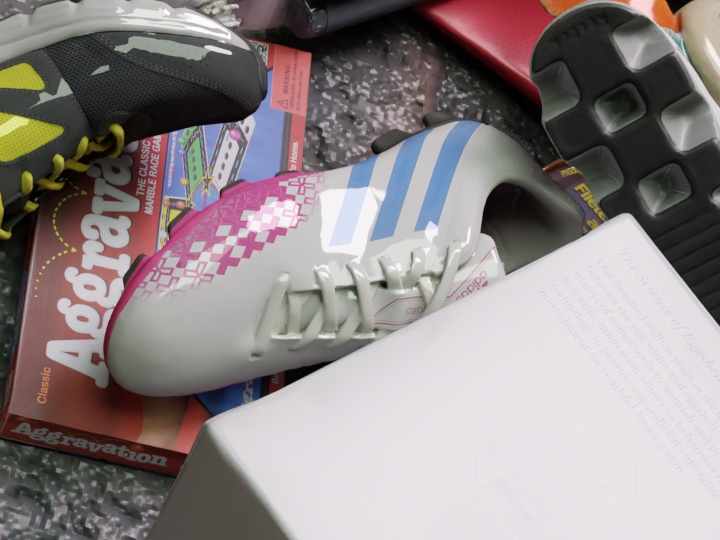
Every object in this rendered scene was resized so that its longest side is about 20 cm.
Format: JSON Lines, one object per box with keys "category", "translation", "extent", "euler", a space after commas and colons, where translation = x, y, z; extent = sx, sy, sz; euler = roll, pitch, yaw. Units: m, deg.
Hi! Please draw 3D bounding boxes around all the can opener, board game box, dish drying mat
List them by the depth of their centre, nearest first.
{"category": "board game box", "translation": [-0.075, -0.014, 1.067], "extent": [0.102, 0.019, 0.201], "euler": [13, 54, -13]}
{"category": "can opener", "translation": [-0.019, -0.128, 1.123], "extent": [0.199, 0.053, 0.067], "euler": [-16, 63, -31]}
{"category": "dish drying mat", "translation": [0.086, -0.097, 1.191], "extent": [0.200, 0.018, 0.077], "euler": [37, 51, 6]}

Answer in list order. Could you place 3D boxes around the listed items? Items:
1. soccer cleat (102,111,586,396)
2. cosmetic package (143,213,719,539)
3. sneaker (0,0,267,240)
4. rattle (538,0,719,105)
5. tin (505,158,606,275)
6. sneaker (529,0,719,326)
{"category": "soccer cleat", "translation": [0.000, 0.000, 1.021], "extent": [0.199, 0.070, 0.086], "euler": [-28, 49, -35]}
{"category": "cosmetic package", "translation": [0.062, 0.119, 0.965], "extent": [0.199, 0.123, 0.200], "euler": [-25, 69, -32]}
{"category": "sneaker", "translation": [-0.131, -0.045, 1.026], "extent": [0.199, 0.075, 0.085], "euler": [-7, 70, -1]}
{"category": "rattle", "translation": [0.187, -0.080, 1.117], "extent": [0.200, 0.143, 0.130], "euler": [46, 53, -12]}
{"category": "tin", "translation": [0.133, 0.040, 1.104], "extent": [0.112, 0.042, 0.200], "euler": [-31, 72, -31]}
{"category": "sneaker", "translation": [0.131, -0.013, 1.060], "extent": [0.089, 0.074, 0.201], "euler": [-43, 111, -76]}
